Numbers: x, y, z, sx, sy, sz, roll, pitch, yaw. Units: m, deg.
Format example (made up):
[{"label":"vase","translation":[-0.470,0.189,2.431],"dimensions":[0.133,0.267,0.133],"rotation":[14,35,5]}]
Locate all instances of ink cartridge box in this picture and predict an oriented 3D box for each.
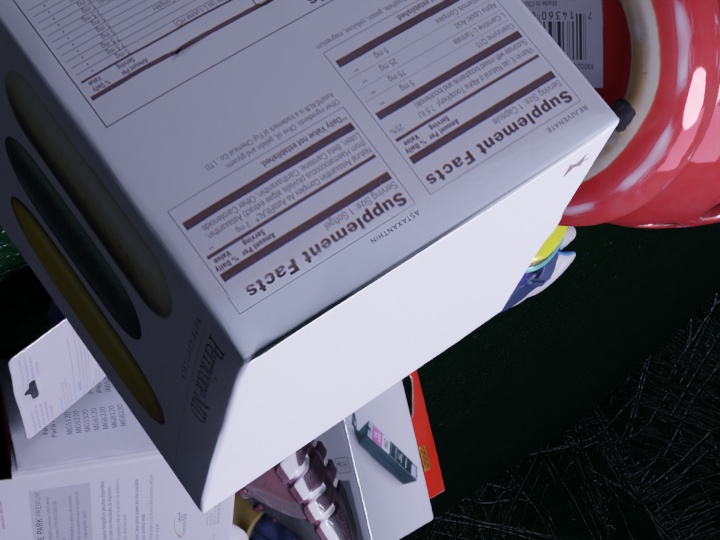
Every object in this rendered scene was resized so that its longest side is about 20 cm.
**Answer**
[{"label":"ink cartridge box","translation":[-0.170,0.137,0.990],"dimensions":[0.174,0.084,0.201],"rotation":[-7,143,-14]},{"label":"ink cartridge box","translation":[0.017,0.100,1.261],"dimensions":[0.043,0.202,0.173],"rotation":[-11,-176,34]}]

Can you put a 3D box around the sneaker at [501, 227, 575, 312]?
[{"label":"sneaker","translation":[0.119,-0.032,1.290],"dimensions":[0.146,0.081,0.201],"rotation":[-23,156,-30]}]

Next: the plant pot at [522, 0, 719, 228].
[{"label":"plant pot","translation":[0.145,-0.116,0.871],"dimensions":[0.182,0.201,0.201],"rotation":[-15,154,-48]}]

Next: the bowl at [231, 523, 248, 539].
[{"label":"bowl","translation":[-0.193,0.233,1.170],"dimensions":[0.198,0.075,0.200],"rotation":[15,145,-12]}]

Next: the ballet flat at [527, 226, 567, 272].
[{"label":"ballet flat","translation":[0.120,-0.072,1.141],"dimensions":[0.200,0.066,0.068],"rotation":[-60,147,-56]}]

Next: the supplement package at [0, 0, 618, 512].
[{"label":"supplement package","translation":[-0.046,-0.056,0.567],"dimensions":[0.150,0.200,0.152],"rotation":[-32,165,-22]}]

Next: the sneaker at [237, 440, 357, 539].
[{"label":"sneaker","translation":[-0.091,0.136,1.130],"dimensions":[0.115,0.201,0.076],"rotation":[-30,-178,10]}]

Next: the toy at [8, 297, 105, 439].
[{"label":"toy","translation":[-0.119,-0.004,0.880],"dimensions":[0.200,0.047,0.115],"rotation":[-38,163,-21]}]

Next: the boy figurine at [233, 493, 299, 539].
[{"label":"boy figurine","translation":[-0.081,0.172,1.219],"dimensions":[0.064,0.200,0.125],"rotation":[-6,132,-37]}]
